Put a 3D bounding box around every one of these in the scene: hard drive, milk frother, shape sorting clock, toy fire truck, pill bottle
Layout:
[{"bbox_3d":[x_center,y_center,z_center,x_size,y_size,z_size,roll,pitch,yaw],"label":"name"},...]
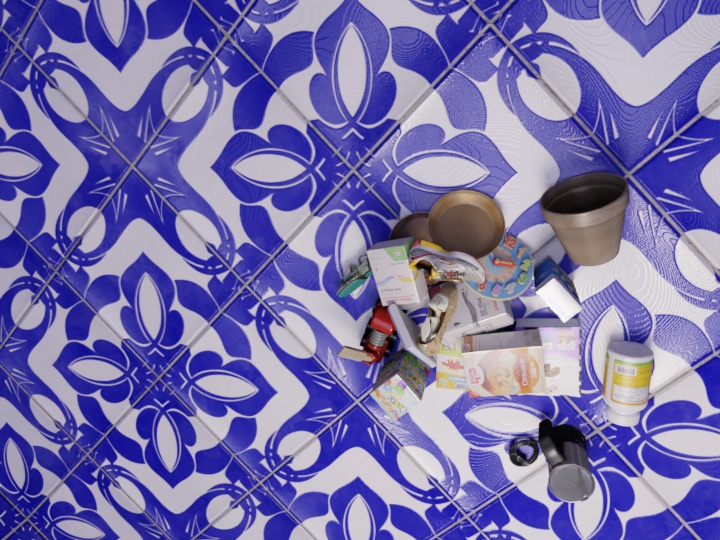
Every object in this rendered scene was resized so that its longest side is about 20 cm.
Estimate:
[{"bbox_3d":[0.141,0.179,1.523,0.025,0.200,0.133,-30,58,11],"label":"hard drive"},{"bbox_3d":[0.518,0.535,1.555,0.180,0.188,0.201,35,112,3],"label":"milk frother"},{"bbox_3d":[0.347,-0.016,1.455,0.198,0.201,0.039,20,150,8],"label":"shape sorting clock"},{"bbox_3d":[0.032,0.183,1.574,0.128,0.200,0.177,23,111,7],"label":"toy fire truck"},{"bbox_3d":[0.693,0.296,1.477,0.110,0.111,0.202,3,107,14],"label":"pill bottle"}]

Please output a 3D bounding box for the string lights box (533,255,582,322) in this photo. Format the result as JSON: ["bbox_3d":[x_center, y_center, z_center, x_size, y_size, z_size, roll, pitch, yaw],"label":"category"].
[{"bbox_3d":[0.486,0.042,1.410,0.103,0.200,0.059,46,112,-3],"label":"string lights box"}]

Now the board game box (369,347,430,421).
[{"bbox_3d":[0.116,0.310,1.589,0.103,0.200,0.105,-40,94,22],"label":"board game box"}]

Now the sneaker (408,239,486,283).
[{"bbox_3d":[0.210,-0.004,1.395,0.198,0.083,0.078,17,147,15],"label":"sneaker"}]

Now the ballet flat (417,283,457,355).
[{"bbox_3d":[0.197,0.118,1.454,0.070,0.065,0.202,5,69,39],"label":"ballet flat"}]

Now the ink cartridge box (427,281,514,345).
[{"bbox_3d":[0.288,0.094,1.506,0.199,0.083,0.148,-22,58,20],"label":"ink cartridge box"}]

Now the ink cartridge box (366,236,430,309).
[{"bbox_3d":[0.103,0.023,1.486,0.116,0.067,0.202,-8,109,32],"label":"ink cartridge box"}]

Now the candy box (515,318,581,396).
[{"bbox_3d":[0.506,0.234,1.531,0.166,0.072,0.202,-1,105,15],"label":"candy box"}]

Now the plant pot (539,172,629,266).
[{"bbox_3d":[0.549,-0.112,1.367,0.198,0.201,0.175,-13,119,18],"label":"plant pot"}]

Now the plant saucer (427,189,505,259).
[{"bbox_3d":[0.272,-0.112,1.465,0.198,0.036,0.202,-2,68,4],"label":"plant saucer"}]

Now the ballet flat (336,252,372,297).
[{"bbox_3d":[0.000,0.000,1.607,0.199,0.074,0.074,-36,95,24],"label":"ballet flat"}]

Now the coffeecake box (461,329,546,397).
[{"bbox_3d":[0.371,0.243,1.469,0.198,0.073,0.155,-7,120,15],"label":"coffeecake box"}]

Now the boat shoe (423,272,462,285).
[{"bbox_3d":[0.191,0.003,1.516,0.198,0.072,0.068,11,116,19],"label":"boat shoe"}]

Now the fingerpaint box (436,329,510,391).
[{"bbox_3d":[0.315,0.249,1.585,0.198,0.073,0.169,2,106,16],"label":"fingerpaint box"}]

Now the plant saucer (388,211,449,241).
[{"bbox_3d":[0.175,-0.064,1.551,0.198,0.034,0.202,4,107,15],"label":"plant saucer"}]
